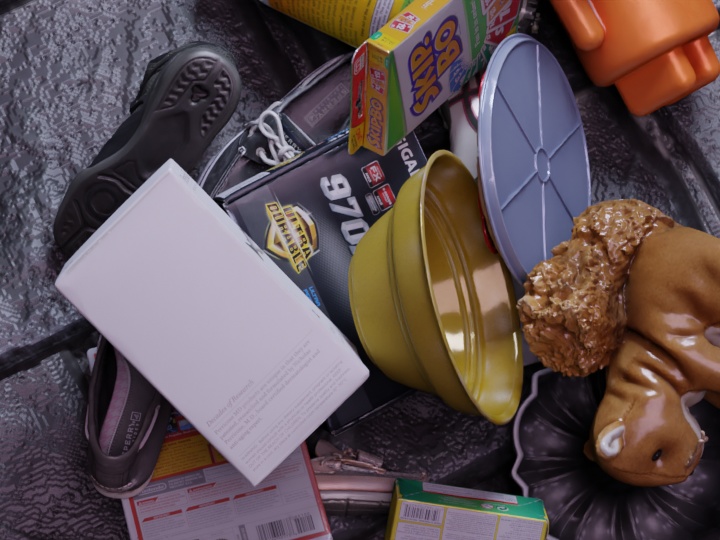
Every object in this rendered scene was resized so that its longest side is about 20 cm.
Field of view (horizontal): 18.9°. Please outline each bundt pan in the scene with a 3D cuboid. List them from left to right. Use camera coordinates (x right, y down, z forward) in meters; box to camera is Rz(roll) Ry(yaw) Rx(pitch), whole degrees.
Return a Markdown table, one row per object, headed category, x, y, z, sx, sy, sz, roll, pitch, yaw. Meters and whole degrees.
| category | x | y | z | sx | sy | sz | roll | pitch | yaw |
| --- | --- | --- | --- | --- | --- | --- | --- | --- | --- |
| bundt pan | 0.204 | 0.144 | 1.680 | 0.201 | 0.076 | 0.203 | 1 | 82 | -11 |

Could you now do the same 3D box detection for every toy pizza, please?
| category | x | y | z | sx | sy | sz | roll | pitch | yaw |
| --- | --- | --- | --- | --- | --- | --- | --- | --- | --- |
| toy pizza | 0.124 | -0.078 | 1.641 | 0.032 | 0.200 | 0.201 | -6 | 81 | 27 |

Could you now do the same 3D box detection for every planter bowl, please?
| category | x | y | z | sx | sy | sz | roll | pitch | yaw |
| --- | --- | --- | --- | --- | --- | --- | --- | --- | --- |
| planter bowl | 0.045 | 0.020 | 1.558 | 0.083 | 0.200 | 0.201 | -13 | 84 | 20 |

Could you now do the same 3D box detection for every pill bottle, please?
| category | x | y | z | sx | sy | sz | roll | pitch | yaw |
| --- | --- | --- | --- | --- | --- | --- | --- | --- | --- |
| pill bottle | -0.017 | -0.238 | 1.660 | 0.199 | 0.111 | 0.111 | 26 | 77 | 14 |

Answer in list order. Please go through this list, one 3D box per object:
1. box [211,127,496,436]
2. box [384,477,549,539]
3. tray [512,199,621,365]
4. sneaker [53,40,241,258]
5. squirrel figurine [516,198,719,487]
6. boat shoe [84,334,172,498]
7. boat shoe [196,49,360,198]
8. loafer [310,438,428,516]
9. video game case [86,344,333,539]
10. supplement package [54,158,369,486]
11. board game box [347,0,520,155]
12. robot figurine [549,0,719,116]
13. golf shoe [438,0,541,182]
| category | x | y | z | sx | sy | sz | roll | pitch | yaw |
| --- | --- | --- | --- | --- | --- | --- | --- | --- | --- |
| box | 0.000 | 0.000 | 1.633 | 0.159 | 0.046 | 0.201 | -27 | 102 | -13 |
| box | 0.066 | 0.261 | 1.619 | 0.117 | 0.048 | 0.201 | 9 | 105 | -4 |
| tray | 0.134 | 0.019 | 1.713 | 0.199 | 0.022 | 0.108 | -15 | 86 | -12 |
| sneaker | -0.158 | -0.094 | 1.654 | 0.076 | 0.114 | 0.200 | 34 | 105 | -9 |
| squirrel figurine | 0.204 | 0.055 | 1.600 | 0.200 | 0.142 | 0.187 | 30 | 89 | -2 |
| boat shoe | -0.163 | 0.069 | 1.600 | 0.067 | 0.057 | 0.201 | 6 | 60 | 3 |
| boat shoe | -0.057 | -0.093 | 1.669 | 0.199 | 0.068 | 0.074 | -42 | 91 | -13 |
| loafer | -0.045 | 0.152 | 1.639 | 0.199 | 0.072 | 0.063 | 0 | 75 | -8 |
| video game case | -0.114 | 0.131 | 1.609 | 0.142 | 0.017 | 0.201 | -13 | 61 | -8 |
| supplement package | -0.105 | 0.034 | 1.527 | 0.117 | 0.117 | 0.200 | -44 | 98 | 2 |
| board game box | 0.057 | -0.166 | 1.589 | 0.030 | 0.096 | 0.200 | 29 | 49 | 26 |
| robot figurine | 0.208 | -0.225 | 1.716 | 0.143 | 0.117 | 0.201 | -27 | 88 | -8 |
| golf shoe | 0.085 | -0.133 | 1.709 | 0.088 | 0.077 | 0.201 | 10 | 74 | 6 |
